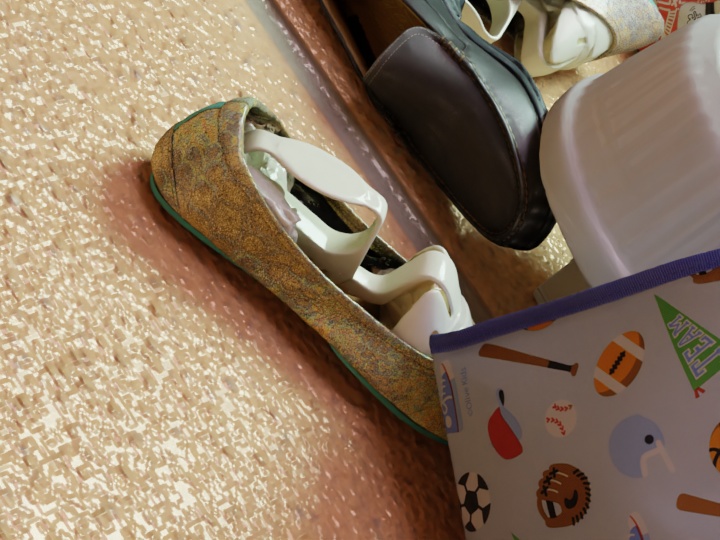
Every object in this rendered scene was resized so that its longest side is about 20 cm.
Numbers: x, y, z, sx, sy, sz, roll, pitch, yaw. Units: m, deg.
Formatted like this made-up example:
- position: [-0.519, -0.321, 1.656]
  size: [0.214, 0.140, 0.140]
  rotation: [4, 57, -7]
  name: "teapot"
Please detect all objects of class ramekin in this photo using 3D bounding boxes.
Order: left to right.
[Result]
- position: [0.185, -0.029, 1.126]
  size: [0.202, 0.094, 0.203]
  rotation: [34, 35, -27]
  name: "ramekin"

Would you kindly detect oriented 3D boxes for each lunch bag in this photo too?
- position: [0.147, 0.082, 0.968]
  size: [0.124, 0.199, 0.171]
  rotation: [3, 71, -51]
  name: "lunch bag"

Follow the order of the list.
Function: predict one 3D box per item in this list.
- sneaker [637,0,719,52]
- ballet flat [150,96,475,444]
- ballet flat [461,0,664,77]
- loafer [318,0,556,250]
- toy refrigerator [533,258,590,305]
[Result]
- position: [0.206, -0.165, 1.431]
  size: [0.067, 0.108, 0.202]
  rotation: [14, 46, -45]
  name: "sneaker"
- position: [0.000, 0.000, 1.027]
  size: [0.200, 0.071, 0.071]
  rotation: [41, 32, -18]
  name: "ballet flat"
- position: [0.082, -0.143, 1.303]
  size: [0.199, 0.068, 0.068]
  rotation: [24, 59, -30]
  name: "ballet flat"
- position: [0.029, -0.090, 1.166]
  size: [0.072, 0.073, 0.200]
  rotation: [1, 46, -42]
  name: "loafer"
- position: [0.177, 0.008, 1.244]
  size: [0.200, 0.076, 0.070]
  rotation: [-7, 63, -55]
  name: "toy refrigerator"
